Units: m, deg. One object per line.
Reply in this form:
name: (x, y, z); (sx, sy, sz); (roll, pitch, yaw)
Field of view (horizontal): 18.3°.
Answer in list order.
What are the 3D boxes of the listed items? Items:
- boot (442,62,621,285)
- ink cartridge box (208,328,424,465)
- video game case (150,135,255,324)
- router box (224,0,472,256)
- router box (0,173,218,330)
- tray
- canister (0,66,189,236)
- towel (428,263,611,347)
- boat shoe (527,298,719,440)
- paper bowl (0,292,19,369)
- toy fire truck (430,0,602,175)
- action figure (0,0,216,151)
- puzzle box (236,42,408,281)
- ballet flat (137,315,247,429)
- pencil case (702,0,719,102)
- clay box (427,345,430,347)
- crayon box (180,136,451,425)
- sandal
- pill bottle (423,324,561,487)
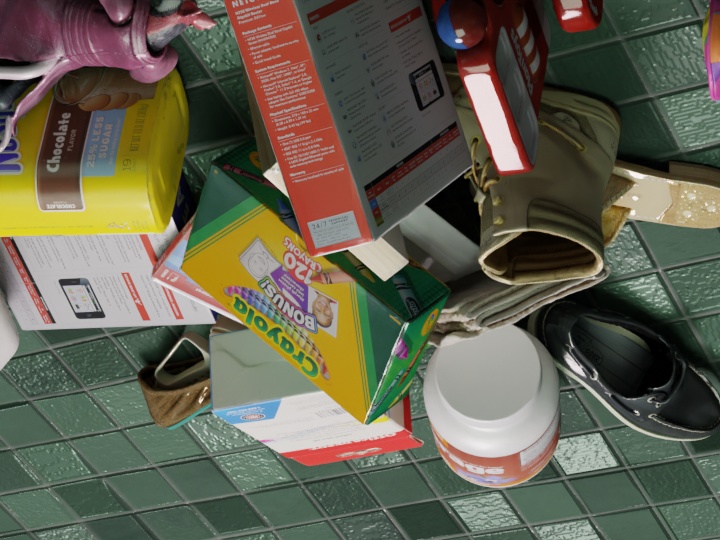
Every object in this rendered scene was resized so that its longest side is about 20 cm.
boot: (0.089, -0.070, 1.653); (0.199, 0.156, 0.073); (11, 141, -1)
ink cartridge box: (-0.032, 0.101, 1.840); (0.116, 0.067, 0.200); (-11, 159, 18)
video game case: (-0.060, -0.025, 1.777); (0.143, 0.017, 0.200); (26, 132, -18)
router box: (-0.003, -0.125, 1.513); (0.049, 0.200, 0.180); (-13, 101, 26)
router box: (-0.224, -0.032, 1.847); (0.179, 0.049, 0.200); (-2, 139, 14)
tray: (0.000, 0.000, 1.733); (0.107, 0.022, 0.200); (38, 142, -25)
canister: (-0.240, -0.091, 1.707); (0.199, 0.149, 0.087); (-1, 139, 10)
towel: (0.103, 0.019, 1.729); (0.132, 0.035, 0.200); (-23, -175, -14)
boat shoe: (0.234, 0.083, 1.860); (0.199, 0.075, 0.066); (36, 164, -17)
paper bowl: (-0.352, 0.024, 1.835); (0.104, 0.201, 0.201); (-26, 137, -7)
toy fire truck: (0.091, -0.185, 1.506); (0.112, 0.168, 0.200); (-5, 138, 17)
action figure: (-0.198, -0.176, 1.607); (0.200, 0.149, 0.134); (0, 135, 33)
puzzle box: (-0.030, -0.092, 1.623); (0.025, 0.200, 0.133); (-39, 122, 18)
ballet flat: (-0.123, 0.079, 1.959); (0.200, 0.068, 0.072); (-23, 111, 39)
pencil case: (0.339, -0.158, 1.556); (0.199, 0.089, 0.088); (2, 140, 12)
clay box: (-0.013, 0.022, 1.867); (0.200, 0.048, 0.115); (31, 134, -21)
crayon box: (-0.037, 0.007, 1.683); (0.200, 0.058, 0.119); (39, 136, 19)
sandal: (0.185, -0.044, 1.730); (0.211, 0.070, 0.078); (3, 140, 8)
pill bottle: (0.109, 0.107, 1.843); (0.112, 0.112, 0.200); (4, 163, 7)
